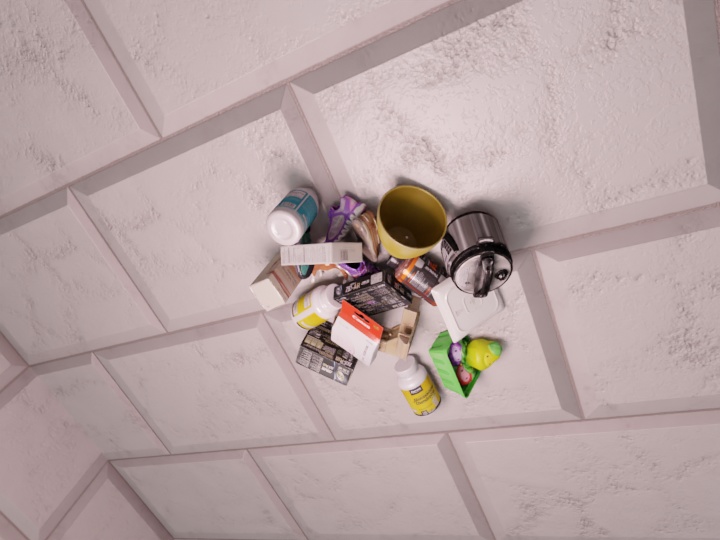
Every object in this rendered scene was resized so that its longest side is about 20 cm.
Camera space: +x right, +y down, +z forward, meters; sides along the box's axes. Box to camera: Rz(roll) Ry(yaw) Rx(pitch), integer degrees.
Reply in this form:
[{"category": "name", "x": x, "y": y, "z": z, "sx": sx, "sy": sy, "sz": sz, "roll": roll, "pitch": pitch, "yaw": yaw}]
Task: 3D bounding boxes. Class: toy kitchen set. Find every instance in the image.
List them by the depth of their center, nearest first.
[{"category": "toy kitchen set", "x": 0.085, "y": 0.192, "z": 1.687, "sx": 0.176, "sy": 0.164, "sz": 0.204, "roll": 16, "pitch": 125, "yaw": 9}]

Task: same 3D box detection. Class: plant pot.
[{"category": "plant pot", "x": 0.128, "y": -0.114, "z": 1.477, "sx": 0.197, "sy": 0.202, "sz": 0.143, "roll": 27, "pitch": 150, "yaw": 1}]

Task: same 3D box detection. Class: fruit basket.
[{"category": "fruit basket", "x": 0.345, "y": 0.285, "z": 1.676, "sx": 0.212, "sy": 0.156, "sz": 0.219, "roll": 23, "pitch": 137, "yaw": 23}]

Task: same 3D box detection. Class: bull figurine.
[{"category": "bull figurine", "x": -0.120, "y": -0.023, "z": 1.685, "sx": 0.195, "sy": 0.066, "sz": 0.124, "roll": 5, "pitch": 126, "yaw": 19}]

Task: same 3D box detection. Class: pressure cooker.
[{"category": "pressure cooker", "x": 0.316, "y": -0.037, "z": 1.409, "sx": 0.178, "sy": 0.203, "sz": 0.174, "roll": -36, "pitch": 130, "yaw": 29}]

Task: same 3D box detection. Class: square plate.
[{"category": "square plate", "x": 0.324, "y": 0.088, "z": 1.545, "sx": 0.196, "sy": 0.028, "sz": 0.203, "roll": -32, "pitch": 114, "yaw": -10}]

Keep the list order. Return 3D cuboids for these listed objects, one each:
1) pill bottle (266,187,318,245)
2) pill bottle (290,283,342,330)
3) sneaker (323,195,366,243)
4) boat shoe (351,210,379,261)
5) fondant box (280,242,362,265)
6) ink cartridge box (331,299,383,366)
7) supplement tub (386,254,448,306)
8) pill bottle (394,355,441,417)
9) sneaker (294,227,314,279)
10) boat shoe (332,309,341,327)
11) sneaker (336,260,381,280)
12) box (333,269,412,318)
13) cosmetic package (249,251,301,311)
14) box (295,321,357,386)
[{"category": "pill bottle", "x": -0.188, "y": -0.167, "z": 1.530, "sx": 0.108, "sy": 0.201, "sz": 0.113, "roll": 9, "pitch": 125, "yaw": 14}, {"category": "pill bottle", "x": -0.137, "y": 0.116, "z": 1.730, "sx": 0.111, "sy": 0.112, "sz": 0.199, "roll": 46, "pitch": 137, "yaw": -13}, {"category": "sneaker", "x": -0.067, "y": -0.146, "z": 1.582, "sx": 0.088, "sy": 0.081, "sz": 0.201, "roll": 38, "pitch": 120, "yaw": -2}, {"category": "boat shoe", "x": 0.031, "y": -0.098, "z": 1.550, "sx": 0.075, "sy": 0.072, "sz": 0.201, "roll": 36, "pitch": 162, "yaw": 26}, {"category": "fondant box", "x": -0.111, "y": -0.047, "z": 1.504, "sx": 0.197, "sy": 0.143, "sz": 0.060, "roll": 0, "pitch": 92, "yaw": 38}, {"category": "ink cartridge box", "x": -0.015, "y": 0.202, "z": 1.662, "sx": 0.161, "sy": 0.057, "sz": 0.202, "roll": 33, "pitch": 152, "yaw": 16}, {"category": "supplement tub", "x": 0.175, "y": 0.010, "z": 1.571, "sx": 0.198, "sy": 0.107, "sz": 0.107, "roll": 36, "pitch": 127, "yaw": -4}, {"category": "pill bottle", "x": 0.193, "y": 0.397, "z": 1.812, "sx": 0.110, "sy": 0.113, "sz": 0.202, "roll": -17, "pitch": 115, "yaw": 28}, {"category": "sneaker", "x": -0.195, "y": -0.068, "z": 1.640, "sx": 0.086, "sy": 0.074, "sz": 0.205, "roll": -13, "pitch": 74, "yaw": 38}, {"category": "boat shoe", "x": -0.048, "y": 0.140, "z": 1.758, "sx": 0.074, "sy": 0.072, "sz": 0.203, "roll": 19, "pitch": 126, "yaw": 6}, {"category": "sneaker", "x": 0.000, "y": 0.000, "z": 1.612, "sx": 0.198, "sy": 0.083, "sz": 0.082, "roll": 31, "pitch": 85, "yaw": -26}, {"category": "box", "x": 0.038, "y": 0.078, "z": 1.629, "sx": 0.197, "sy": 0.044, "sz": 0.159, "roll": -19, "pitch": 143, "yaw": 32}, {"category": "cosmetic package", "x": -0.255, "y": 0.023, "z": 1.677, "sx": 0.086, "sy": 0.201, "sz": 0.104, "roll": -21, "pitch": 114, "yaw": 31}, {"category": "box", "x": -0.101, "y": 0.275, "z": 1.808, "sx": 0.196, "sy": 0.165, "sz": 0.087, "roll": 23, "pitch": 127, "yaw": 3}]
